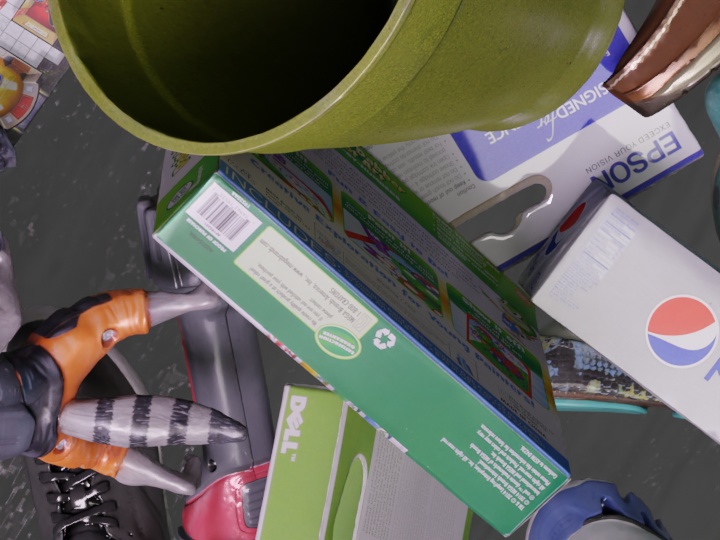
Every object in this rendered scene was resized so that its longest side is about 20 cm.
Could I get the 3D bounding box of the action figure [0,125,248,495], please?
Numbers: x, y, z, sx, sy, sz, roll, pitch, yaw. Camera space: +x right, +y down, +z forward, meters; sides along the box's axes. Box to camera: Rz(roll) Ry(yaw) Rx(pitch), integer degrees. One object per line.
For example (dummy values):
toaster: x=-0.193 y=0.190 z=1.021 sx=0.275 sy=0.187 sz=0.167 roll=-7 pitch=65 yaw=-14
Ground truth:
action figure: x=-0.151 y=0.034 z=1.232 sx=0.193 sy=0.105 sz=0.200 roll=-3 pitch=128 yaw=-22

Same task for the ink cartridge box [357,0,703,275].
ink cartridge box: x=0.026 y=-0.092 z=1.295 sx=0.197 sy=0.047 sz=0.200 roll=-29 pitch=111 yaw=9

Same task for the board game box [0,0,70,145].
board game box: x=-0.189 y=-0.104 z=1.275 sx=0.105 sy=0.023 sz=0.200 roll=33 pitch=119 yaw=-11

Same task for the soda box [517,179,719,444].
soda box: x=0.170 y=0.043 z=1.275 sx=0.200 sy=0.068 sz=0.063 roll=37 pitch=94 yaw=-5

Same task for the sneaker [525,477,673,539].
sneaker: x=0.169 y=0.193 z=1.370 sx=0.199 sy=0.115 sz=0.081 roll=32 pitch=108 yaw=-13

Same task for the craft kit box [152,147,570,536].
craft kit box: x=0.000 y=0.000 z=1.202 sx=0.200 sy=0.198 sz=0.049 roll=41 pitch=108 yaw=-15

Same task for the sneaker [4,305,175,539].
sneaker: x=-0.130 y=0.119 z=1.343 sx=0.071 sy=0.099 sz=0.200 roll=-13 pitch=110 yaw=6

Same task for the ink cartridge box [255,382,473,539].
ink cartridge box: x=-0.015 y=0.124 z=1.265 sx=0.076 sy=0.200 sz=0.148 roll=7 pitch=78 yaw=20

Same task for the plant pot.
plant pot: x=0.007 y=-0.133 z=1.138 sx=0.193 sy=0.200 sz=0.201 roll=11 pitch=119 yaw=-52

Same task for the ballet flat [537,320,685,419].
ballet flat: x=0.145 y=0.043 z=1.345 sx=0.200 sy=0.074 sz=0.074 roll=7 pitch=111 yaw=-6

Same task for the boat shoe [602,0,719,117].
boat shoe: x=0.172 y=-0.161 z=1.250 sx=0.074 sy=0.076 sz=0.200 roll=39 pitch=89 yaw=-3

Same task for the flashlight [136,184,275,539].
flashlight: x=-0.068 y=0.056 z=1.341 sx=0.068 sy=0.068 sz=0.200 roll=-4 pitch=108 yaw=20

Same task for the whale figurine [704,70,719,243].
whale figurine: x=0.237 y=-0.063 z=1.274 sx=0.159 sy=0.104 sz=0.200 roll=12 pitch=114 yaw=-6
